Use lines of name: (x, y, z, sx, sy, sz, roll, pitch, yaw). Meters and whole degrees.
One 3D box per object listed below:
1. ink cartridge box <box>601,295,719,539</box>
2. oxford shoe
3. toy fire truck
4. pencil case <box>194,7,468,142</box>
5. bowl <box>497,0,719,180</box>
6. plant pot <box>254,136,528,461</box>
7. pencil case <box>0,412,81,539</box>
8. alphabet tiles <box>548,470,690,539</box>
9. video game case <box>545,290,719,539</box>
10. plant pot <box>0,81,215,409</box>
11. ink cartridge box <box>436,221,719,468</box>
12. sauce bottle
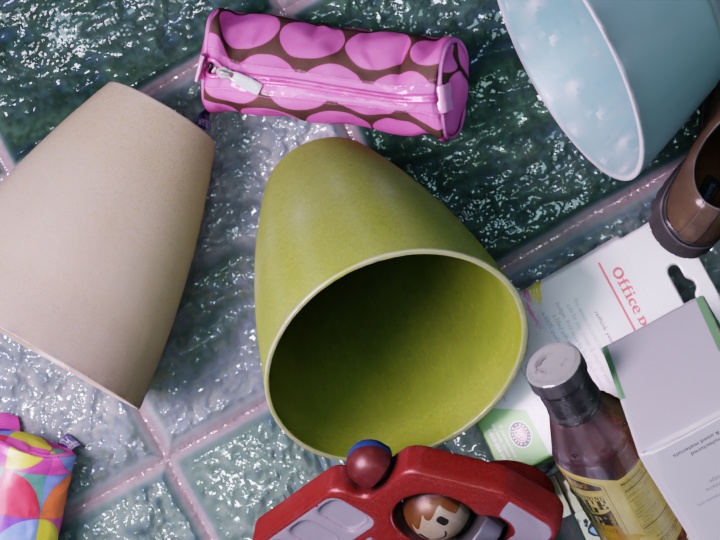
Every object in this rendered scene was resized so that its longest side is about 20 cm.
ink cartridge box: (0.254, 0.141, 1.404, 0.087, 0.146, 0.201, -28, 115, 9)
oxford shoe: (0.275, -0.103, 1.456, 0.072, 0.084, 0.201, 28, 64, -4)
toy fire truck: (0.037, 0.187, 1.459, 0.167, 0.113, 0.200, 30, 137, -21)
pencil case: (-0.020, -0.141, 1.525, 0.198, 0.094, 0.092, 6, 94, 8)
bowl: (0.185, -0.175, 1.456, 0.105, 0.201, 0.202, -28, 88, -10)
plant pot: (0.000, 0.000, 1.473, 0.186, 0.201, 0.188, -10, 130, -12)
pencil case: (-0.275, 0.217, 1.593, 0.088, 0.088, 0.202, 14, 93, 8)
alphabet tiles: (0.208, 0.211, 1.527, 0.199, 0.008, 0.168, -26, 88, 10)
video game case: (0.266, 0.147, 1.530, 0.182, 0.023, 0.200, 44, 99, 5)
plant pot: (-0.194, -0.030, 1.530, 0.186, 0.187, 0.201, 29, 83, 6)
ink cartridge box: (0.170, 0.054, 1.505, 0.199, 0.067, 0.118, -30, 78, 14)
sauce bottle: (0.168, 0.128, 1.441, 0.066, 0.066, 0.200, -25, 127, 9)
